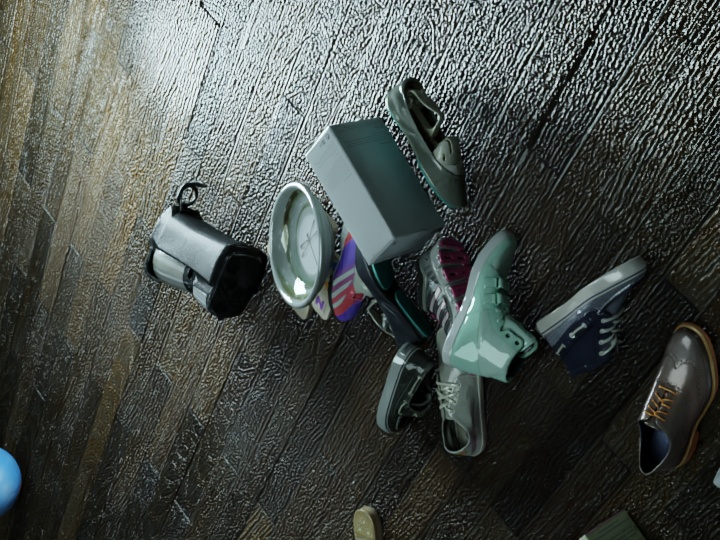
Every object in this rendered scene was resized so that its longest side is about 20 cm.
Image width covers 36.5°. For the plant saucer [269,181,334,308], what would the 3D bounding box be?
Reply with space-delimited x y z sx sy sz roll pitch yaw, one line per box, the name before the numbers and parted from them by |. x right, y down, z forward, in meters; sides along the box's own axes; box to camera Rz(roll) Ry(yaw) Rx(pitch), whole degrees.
plant saucer | -0.086 -0.041 1.740 0.200 0.050 0.201 9 100 62

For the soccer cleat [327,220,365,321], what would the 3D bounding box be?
soccer cleat | 0.000 0.000 1.700 0.073 0.068 0.201 30 121 33

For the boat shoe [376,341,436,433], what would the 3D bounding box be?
boat shoe | 0.073 0.194 1.665 0.064 0.071 0.200 33 144 21

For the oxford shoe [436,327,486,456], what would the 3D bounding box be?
oxford shoe | 0.141 0.182 1.611 0.075 0.058 0.201 0 101 52

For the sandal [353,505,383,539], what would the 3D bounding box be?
sandal | 0.004 0.513 1.866 0.078 0.070 0.212 3 105 47

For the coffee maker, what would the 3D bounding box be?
coffee maker | -0.274 -0.035 1.935 0.200 0.134 0.193 24 120 40

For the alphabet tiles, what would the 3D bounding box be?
alphabet tiles | -0.090 -0.021 1.820 0.196 0.015 0.200 47 133 35

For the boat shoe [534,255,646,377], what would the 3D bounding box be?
boat shoe | 0.310 0.061 1.380 0.093 0.075 0.200 57 146 10

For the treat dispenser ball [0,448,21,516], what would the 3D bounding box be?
treat dispenser ball | -1.001 0.563 2.893 0.201 0.201 0.201 19 117 43

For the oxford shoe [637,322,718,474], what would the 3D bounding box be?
oxford shoe | 0.381 0.161 1.326 0.071 0.073 0.201 22 119 42

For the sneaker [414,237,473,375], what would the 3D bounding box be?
sneaker | 0.131 0.054 1.570 0.087 0.074 0.200 -16 93 56

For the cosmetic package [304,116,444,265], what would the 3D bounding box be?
cosmetic package | 0.021 -0.118 1.600 0.081 0.113 0.200 -43 69 46

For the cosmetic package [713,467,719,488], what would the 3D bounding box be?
cosmetic package | 0.514 0.196 1.121 0.200 0.167 0.167 39 128 32

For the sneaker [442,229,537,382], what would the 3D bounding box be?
sneaker | 0.199 0.052 1.470 0.118 0.074 0.201 20 90 29

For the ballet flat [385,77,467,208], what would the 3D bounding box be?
ballet flat | 0.102 -0.182 1.523 0.064 0.067 0.200 -41 72 39

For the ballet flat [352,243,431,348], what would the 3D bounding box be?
ballet flat | 0.030 0.034 1.638 0.073 0.073 0.200 -18 108 49

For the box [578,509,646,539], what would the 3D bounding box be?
box | 0.336 0.456 1.462 0.200 0.097 0.176 56 136 19
